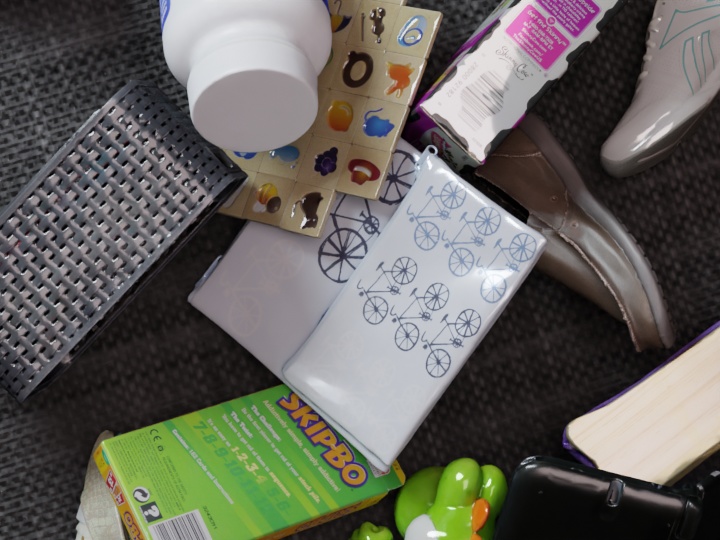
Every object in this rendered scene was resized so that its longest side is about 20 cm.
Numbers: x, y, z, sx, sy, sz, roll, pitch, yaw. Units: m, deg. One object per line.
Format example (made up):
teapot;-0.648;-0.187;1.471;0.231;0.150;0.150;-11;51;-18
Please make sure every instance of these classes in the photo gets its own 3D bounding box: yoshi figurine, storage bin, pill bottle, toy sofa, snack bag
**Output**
yoshi figurine;0.042;0.216;1.464;0.112;0.112;0.201;25;95;34
storage bin;-0.177;-0.021;1.409;0.094;0.135;0.200;43;94;-1
pill bottle;-0.077;-0.179;1.428;0.111;0.112;0.201;-2;54;-7
toy sofa;0.230;0.099;1.490;0.200;0.083;0.098;-36;87;-9
snack bag;0.000;0.000;1.437;0.200;0.021;0.189;40;100;24

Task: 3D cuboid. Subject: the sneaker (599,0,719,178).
sneaker;0.226;-0.147;1.531;0.080;0.070;0.200;41;75;8

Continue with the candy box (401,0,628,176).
candy box;0.112;-0.154;1.477;0.061;0.136;0.200;42;81;-4

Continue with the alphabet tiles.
alphabet tiles;-0.033;-0.124;1.469;0.166;0.006;0.201;14;80;35

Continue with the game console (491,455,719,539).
game console;0.162;0.200;1.419;0.175;0.117;0.201;14;116;-2

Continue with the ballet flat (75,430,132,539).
ballet flat;-0.161;0.208;1.441;0.062;0.067;0.201;-16;86;1

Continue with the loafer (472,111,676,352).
loafer;0.145;-0.016;1.488;0.071;0.073;0.200;-35;63;2

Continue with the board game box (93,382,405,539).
board game box;-0.070;0.131;1.429;0.199;0.030;0.096;-17;70;-32
